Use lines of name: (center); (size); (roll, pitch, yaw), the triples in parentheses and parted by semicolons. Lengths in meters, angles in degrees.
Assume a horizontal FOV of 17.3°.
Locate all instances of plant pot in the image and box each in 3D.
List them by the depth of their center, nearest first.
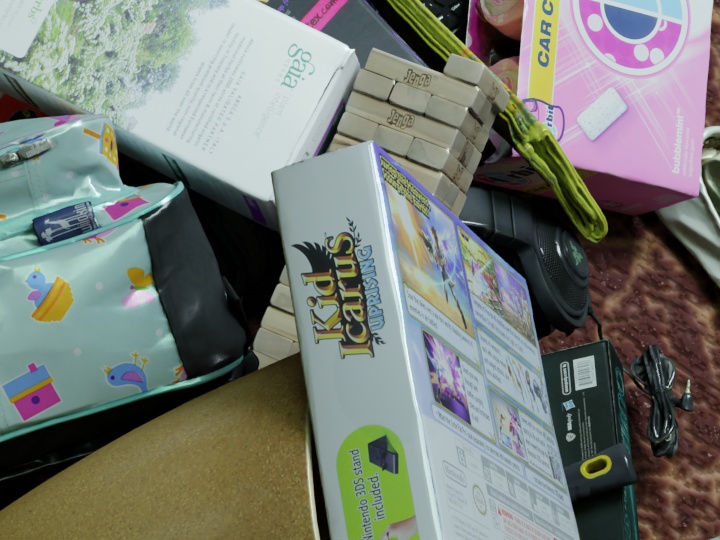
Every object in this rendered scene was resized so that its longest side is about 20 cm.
plant pot: (-0.075, 0.138, 0.935); (0.200, 0.186, 0.187); (-15, 50, 16)

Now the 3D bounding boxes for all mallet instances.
mallet: (0.025, 0.126, 1.028); (0.200, 0.041, 0.066); (-15, 53, 9)

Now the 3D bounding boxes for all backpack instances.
backpack: (-0.166, 0.021, 0.996); (0.200, 0.176, 0.153); (-26, 97, -11)

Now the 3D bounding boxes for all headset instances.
headset: (0.067, 0.029, 1.130); (0.200, 0.124, 0.094); (18, 48, -26)

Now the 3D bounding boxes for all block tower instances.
block tower: (0.000, 0.000, 1.041); (0.058, 0.054, 0.200); (22, 87, 17)

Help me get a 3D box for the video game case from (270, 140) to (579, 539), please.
video game case: (0.034, 0.067, 0.925); (0.045, 0.200, 0.182); (-15, 69, 17)

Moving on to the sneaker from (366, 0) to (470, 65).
sneaker: (0.042, -0.145, 1.309); (0.200, 0.072, 0.083); (-19, 27, -26)

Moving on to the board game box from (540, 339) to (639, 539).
board game box: (0.057, 0.132, 1.048); (0.135, 0.028, 0.200); (-13, 52, 17)

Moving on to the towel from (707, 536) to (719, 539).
towel: (0.205, 0.175, 1.056); (0.147, 0.022, 0.200); (54, 26, 18)

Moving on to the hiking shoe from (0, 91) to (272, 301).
hiking shoe: (-0.143, -0.030, 1.127); (0.200, 0.076, 0.101); (27, 45, 2)

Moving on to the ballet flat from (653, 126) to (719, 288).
ballet flat: (0.227, 0.003, 1.240); (0.069, 0.069, 0.200); (-24, 64, -33)

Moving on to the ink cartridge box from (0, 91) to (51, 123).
ink cartridge box: (-0.232, -0.102, 1.110); (0.200, 0.050, 0.162); (38, 79, 27)

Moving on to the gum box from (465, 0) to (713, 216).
gum box: (0.121, -0.140, 1.249); (0.113, 0.066, 0.200); (11, 77, -25)

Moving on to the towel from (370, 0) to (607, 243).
towel: (0.050, -0.090, 1.154); (0.018, 0.086, 0.200); (-39, 46, -1)

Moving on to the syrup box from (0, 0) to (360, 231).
syrup box: (-0.105, -0.099, 1.055); (0.200, 0.081, 0.079); (27, 83, 5)

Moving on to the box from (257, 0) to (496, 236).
box: (-0.045, -0.107, 1.172); (0.106, 0.122, 0.200); (-42, 68, 3)
